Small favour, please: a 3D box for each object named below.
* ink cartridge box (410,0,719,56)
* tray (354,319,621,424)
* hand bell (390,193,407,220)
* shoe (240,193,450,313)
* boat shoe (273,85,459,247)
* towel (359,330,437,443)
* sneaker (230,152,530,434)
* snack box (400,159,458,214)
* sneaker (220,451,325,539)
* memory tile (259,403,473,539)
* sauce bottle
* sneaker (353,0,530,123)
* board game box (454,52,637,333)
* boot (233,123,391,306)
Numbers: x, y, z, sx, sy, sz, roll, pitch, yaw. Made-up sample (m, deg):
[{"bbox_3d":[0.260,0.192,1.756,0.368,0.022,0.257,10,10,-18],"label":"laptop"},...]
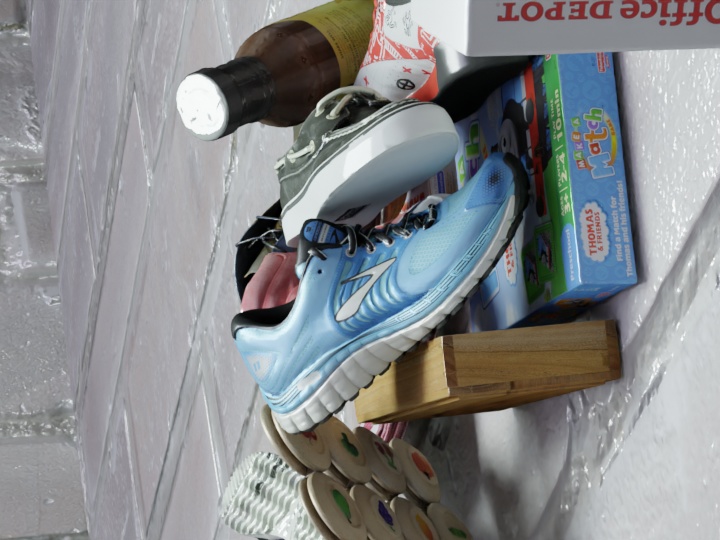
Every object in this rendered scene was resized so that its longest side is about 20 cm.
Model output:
[{"bbox_3d":[0.105,-0.200,1.000,0.083,0.146,0.201,-133,41,-65],"label":"ink cartridge box"},{"bbox_3d":[0.067,0.060,1.284,0.200,0.098,0.037,153,111,-74],"label":"tray"},{"bbox_3d":[-0.004,-0.014,1.529,0.200,0.104,0.105,117,148,-54],"label":"hand bell"},{"bbox_3d":[0.000,0.000,1.380,0.200,0.091,0.072,-42,-50,-63],"label":"shoe"},{"bbox_3d":[-0.007,-0.067,1.253,0.200,0.070,0.064,-34,71,65],"label":"boat shoe"},{"bbox_3d":[0.014,0.099,1.548,0.200,0.023,0.145,118,172,-66],"label":"towel"},{"bbox_3d":[0.007,0.000,1.220,0.090,0.200,0.078,48,-164,-3],"label":"sneaker"},{"bbox_3d":[0.029,-0.053,1.565,0.200,0.024,0.072,150,115,-74],"label":"snack box"},{"bbox_3d":[-0.002,0.174,1.440,0.200,0.099,0.070,25,86,57],"label":"sneaker"},{"bbox_3d":[0.021,0.151,1.331,0.200,0.017,0.154,25,-148,-59],"label":"memory tile"},{"bbox_3d":[-0.032,-0.124,1.351,0.064,0.200,0.065,14,114,33],"label":"sauce bottle"},{"bbox_3d":[0.033,-0.143,1.284,0.201,0.067,0.108,150,108,-68],"label":"sneaker"},{"bbox_3d":[0.099,-0.047,1.268,0.200,0.036,0.152,137,129,-73],"label":"board game box"},{"bbox_3d":[-0.035,-0.032,1.433,0.075,0.097,0.201,4,111,53],"label":"boot"}]
